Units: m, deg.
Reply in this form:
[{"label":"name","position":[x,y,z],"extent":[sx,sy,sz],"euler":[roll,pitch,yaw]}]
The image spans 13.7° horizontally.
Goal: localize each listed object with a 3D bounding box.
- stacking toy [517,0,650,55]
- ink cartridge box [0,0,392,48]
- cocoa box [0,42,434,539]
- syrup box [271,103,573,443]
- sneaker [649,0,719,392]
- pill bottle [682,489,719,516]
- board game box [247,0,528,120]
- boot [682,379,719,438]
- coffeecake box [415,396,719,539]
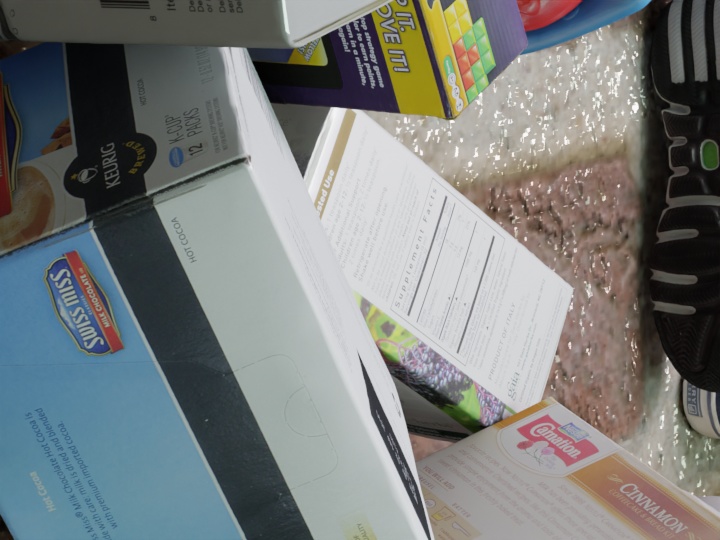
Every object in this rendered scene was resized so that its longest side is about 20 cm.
[{"label":"stacking toy","position":[0.024,-0.166,1.228],"extent":[0.200,0.110,0.116],"euler":[11,71,-43]},{"label":"ink cartridge box","position":[-0.091,-0.154,0.977],"extent":[0.084,0.200,0.146],"euler":[-32,120,-50]},{"label":"cocoa box","position":[-0.070,0.028,1.051],"extent":[0.133,0.131,0.200],"euler":[-104,172,-56]},{"label":"syrup box","position":[0.000,0.000,1.224],"extent":[0.200,0.079,0.082],"euler":[36,67,-50]},{"label":"sneaker","position":[0.201,-0.043,1.497],"extent":[0.115,0.076,0.200],"euler":[-12,104,-55]},{"label":"pill bottle","position":[0.184,0.176,1.474],"extent":[0.200,0.111,0.111],"euler":[36,66,-50]},{"label":"board game box","position":[-0.042,-0.157,1.070],"extent":[0.057,0.165,0.200],"euler":[-46,130,-40]},{"label":"boot","position":[0.257,0.066,1.572],"extent":[0.200,0.090,0.073],"euler":[-6,100,-53]},{"label":"coffeecake box","position":[0.036,0.144,1.170],"extent":[0.200,0.153,0.073],"euler":[-25,118,-18]}]
